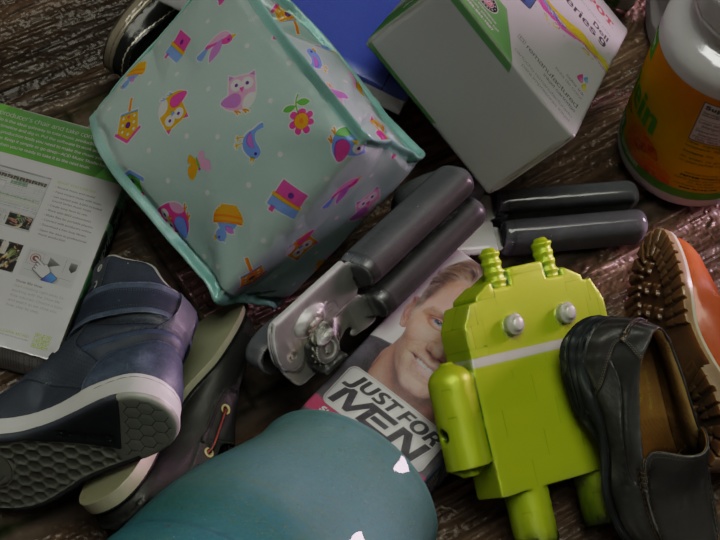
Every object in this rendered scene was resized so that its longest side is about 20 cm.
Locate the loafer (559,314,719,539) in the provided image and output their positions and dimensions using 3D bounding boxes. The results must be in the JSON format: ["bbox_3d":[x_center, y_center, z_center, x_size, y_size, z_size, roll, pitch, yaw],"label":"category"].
[{"bbox_3d":[0.198,0.124,1.117,0.073,0.072,0.201,-33,103,-31],"label":"loafer"}]

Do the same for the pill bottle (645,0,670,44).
[{"bbox_3d":[0.342,-0.225,1.380,0.198,0.111,0.112,3,57,-7],"label":"pill bottle"}]

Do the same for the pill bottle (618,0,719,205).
[{"bbox_3d":[0.268,-0.148,1.259,0.110,0.200,0.112,4,57,-6],"label":"pill bottle"}]

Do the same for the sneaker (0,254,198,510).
[{"bbox_3d":[-0.195,0.072,1.120,0.201,0.077,0.147,-19,40,21],"label":"sneaker"}]

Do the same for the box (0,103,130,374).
[{"bbox_3d":[-0.254,-0.027,1.219,0.143,0.036,0.201,15,58,2],"label":"box"}]

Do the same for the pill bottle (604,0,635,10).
[{"bbox_3d":[0.142,-0.292,1.395,0.199,0.111,0.112,15,57,2],"label":"pill bottle"}]

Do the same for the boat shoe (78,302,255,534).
[{"bbox_3d":[-0.119,0.103,1.142,0.063,0.073,0.202,48,43,-22],"label":"boat shoe"}]

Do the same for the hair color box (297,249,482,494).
[{"bbox_3d":[0.040,0.086,1.172,0.100,0.061,0.200,36,60,14],"label":"hair color box"}]

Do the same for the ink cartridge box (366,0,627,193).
[{"bbox_3d":[0.107,-0.174,1.263,0.145,0.087,0.200,49,33,-10],"label":"ink cartridge box"}]

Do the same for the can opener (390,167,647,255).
[{"bbox_3d":[0.120,-0.045,1.262,0.198,0.067,0.054,-5,59,-11],"label":"can opener"}]

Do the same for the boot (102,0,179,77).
[{"bbox_3d":[-0.083,-0.172,1.313,0.200,0.073,0.151,-32,66,-34],"label":"boot"}]

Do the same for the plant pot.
[{"bbox_3d":[-0.051,0.189,1.025,0.199,0.201,0.188,30,45,11],"label":"plant pot"}]

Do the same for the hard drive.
[{"bbox_3d":[-0.039,-0.204,1.285,0.199,0.025,0.132,25,44,1],"label":"hard drive"}]

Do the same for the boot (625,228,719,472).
[{"bbox_3d":[0.260,0.059,1.223,0.107,0.075,0.201,5,52,-25],"label":"boot"}]

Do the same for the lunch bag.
[{"bbox_3d":[-0.083,-0.099,1.187,0.170,0.122,0.200,-46,67,16],"label":"lunch bag"}]

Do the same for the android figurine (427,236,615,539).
[{"bbox_3d":[0.123,0.079,1.142,0.181,0.041,0.202,-9,87,-32],"label":"android figurine"}]

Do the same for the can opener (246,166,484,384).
[{"bbox_3d":[0.000,0.000,1.165,0.067,0.054,0.200,13,47,47],"label":"can opener"}]
